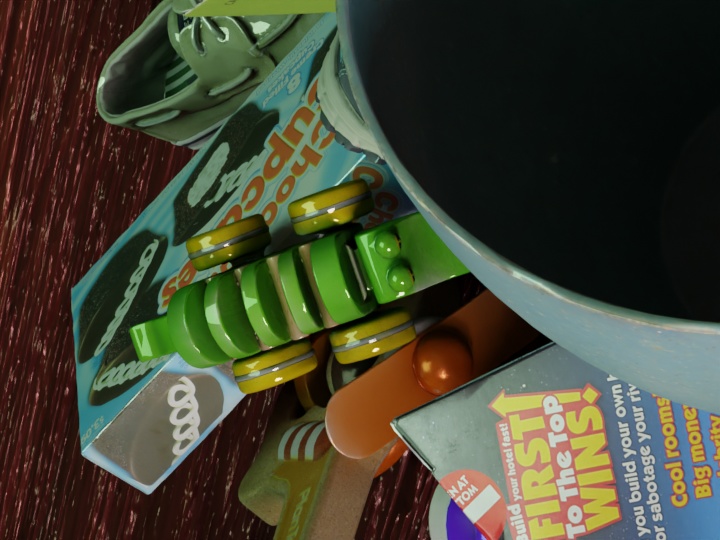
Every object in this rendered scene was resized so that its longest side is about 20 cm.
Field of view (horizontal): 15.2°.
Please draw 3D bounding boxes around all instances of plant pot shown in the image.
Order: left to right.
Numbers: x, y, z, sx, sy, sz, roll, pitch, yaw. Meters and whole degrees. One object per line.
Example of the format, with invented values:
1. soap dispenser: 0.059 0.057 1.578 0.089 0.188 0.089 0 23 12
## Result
1. plant pot: 0.107 -0.044 0.634 0.135 0.199 0.201 63 -176 -57

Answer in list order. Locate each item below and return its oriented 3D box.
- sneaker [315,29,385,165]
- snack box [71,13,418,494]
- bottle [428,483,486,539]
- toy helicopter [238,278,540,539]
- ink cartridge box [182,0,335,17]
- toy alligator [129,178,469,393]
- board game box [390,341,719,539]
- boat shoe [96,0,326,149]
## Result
1. sneaker: 0.028 -0.106 0.925 0.200 0.077 0.087 -95 15 -53
2. snack box: -0.035 -0.020 1.031 0.200 0.037 0.116 -46 28 19
3. bottle: 0.091 0.089 0.892 0.200 0.065 0.084 -3 76 61
4. toy helicopter: -0.002 0.070 0.991 0.132 0.079 0.201 -33 27 39
5. ink cartridge box: 0.069 -0.059 0.786 0.148 0.199 0.076 -20 75 60
6. toy alligator: 0.000 0.000 0.932 0.199 0.054 0.060 -18 94 21
7. board game box: 0.117 0.073 0.740 0.199 0.062 0.201 -12 84 22
8. boat shoe: -0.050 -0.099 1.143 0.200 0.062 0.072 -41 57 54
